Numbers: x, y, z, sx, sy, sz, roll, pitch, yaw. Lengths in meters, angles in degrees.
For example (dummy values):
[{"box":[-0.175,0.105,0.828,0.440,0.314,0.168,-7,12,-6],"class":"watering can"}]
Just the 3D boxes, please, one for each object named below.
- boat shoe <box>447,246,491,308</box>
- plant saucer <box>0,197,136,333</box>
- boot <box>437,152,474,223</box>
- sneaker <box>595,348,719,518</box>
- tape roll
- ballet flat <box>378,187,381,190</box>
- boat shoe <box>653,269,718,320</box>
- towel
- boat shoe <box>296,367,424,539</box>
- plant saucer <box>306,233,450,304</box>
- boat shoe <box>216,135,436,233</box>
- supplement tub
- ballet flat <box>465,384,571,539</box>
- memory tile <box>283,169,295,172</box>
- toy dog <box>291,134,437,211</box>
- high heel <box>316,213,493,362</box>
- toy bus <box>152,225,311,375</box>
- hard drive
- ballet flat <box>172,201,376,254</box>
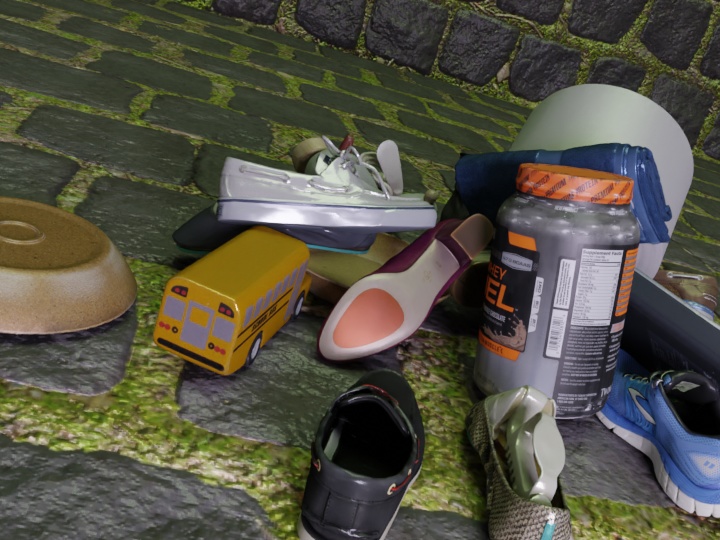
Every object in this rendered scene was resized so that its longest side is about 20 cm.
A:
[{"box":[0.168,0.008,0.867,0.199,0.073,0.065,7,25,-28],"class":"boat shoe"},{"box":[-0.276,-0.016,0.657,0.199,0.036,0.200,16,21,-6],"class":"plant saucer"},{"box":[0.165,-0.071,1.039,0.069,0.132,0.200,4,23,-35],"class":"boot"},{"box":[0.266,0.115,0.708,0.078,0.090,0.200,0,24,-18],"class":"sneaker"},{"box":[0.250,-0.083,0.915,0.202,0.203,0.139,24,54,16],"class":"tape roll"},{"box":[-0.024,-0.089,1.000,0.067,0.047,0.199,11,14,44],"class":"ballet flat"},{"box":[0.321,0.018,0.980,0.199,0.073,0.072,17,-17,30],"class":"boat shoe"},{"box":[0.191,-0.070,0.802,0.199,0.112,0.049,3,51,40],"class":"towel"},{"box":[0.010,0.112,0.559,0.073,0.064,0.201,18,19,6],"class":"boat shoe"},{"box":[0.000,0.000,0.867,0.199,0.036,0.200,16,20,-6],"class":"plant saucer"},{"box":[-0.027,-0.080,0.746,0.200,0.087,0.075,3,-2,-9],"class":"boat shoe"},{"box":[0.169,0.014,0.714,0.121,0.202,0.123,6,13,-1],"class":"supplement tub"},{"box":[0.117,0.128,0.584,0.067,0.076,0.200,15,20,-3],"class":"ballet flat"},{"box":[-0.057,-0.099,1.100,0.199,0.017,0.153,9,23,-24],"class":"memory tile"},{"box":[0.015,-0.105,0.932,0.199,0.096,0.132,-11,64,-46],"class":"toy dog"},{"box":[0.035,0.021,0.757,0.199,0.068,0.096,-33,1,-19],"class":"high heel"},{"box":[-0.095,0.018,0.682,0.065,0.079,0.200,21,21,8],"class":"toy bus"},{"box":[0.282,0.066,0.763,0.200,0.033,0.140,45,-9,43],"class":"hard drive"},{"box":[-0.079,-0.054,0.796,0.198,0.074,0.073,0,24,-12],"class":"ballet flat"}]
